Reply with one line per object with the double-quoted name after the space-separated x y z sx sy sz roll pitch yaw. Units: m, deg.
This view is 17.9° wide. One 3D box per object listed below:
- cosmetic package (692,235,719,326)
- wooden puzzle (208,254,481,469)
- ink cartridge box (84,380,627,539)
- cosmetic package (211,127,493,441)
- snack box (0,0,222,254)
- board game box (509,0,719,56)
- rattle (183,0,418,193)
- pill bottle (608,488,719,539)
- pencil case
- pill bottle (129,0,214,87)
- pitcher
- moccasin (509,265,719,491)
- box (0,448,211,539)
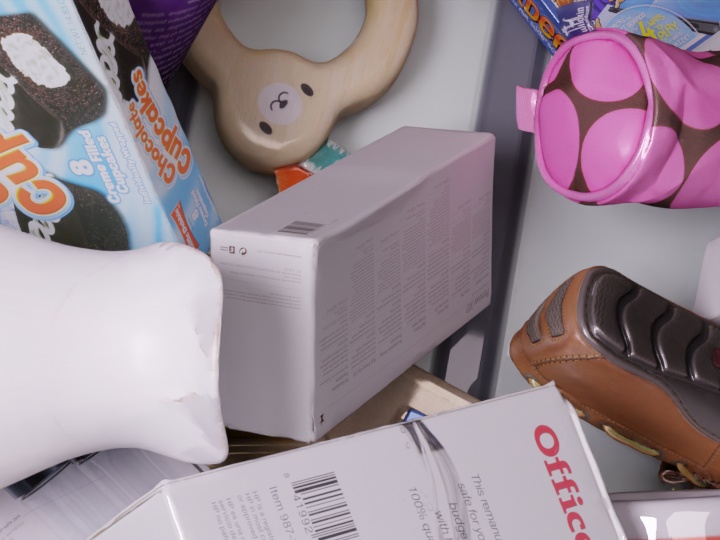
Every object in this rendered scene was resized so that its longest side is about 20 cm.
0.262 0.029 1.062 0.198 0.083 0.051 19 70 -13 "cosmetic package"
-0.029 0.112 1.016 0.199 0.046 0.186 29 74 -1 "wooden puzzle"
0.010 0.141 0.883 0.199 0.084 0.146 -11 74 -37 "ink cartridge box"
0.000 0.000 0.974 0.050 0.200 0.083 6 107 23 "cosmetic package"
-0.142 -0.083 0.910 0.115 0.201 0.037 0 40 28 "snack box"
0.169 -0.170 1.142 0.199 0.034 0.136 -36 82 -17 "board game box"
-0.020 -0.109 1.043 0.129 0.143 0.202 12 65 -25 "rattle"
0.138 0.197 0.982 0.110 0.111 0.202 -2 87 -10 "pill bottle"
0.171 -0.067 1.058 0.199 0.093 0.092 5 85 -36 "pencil case"
-0.120 -0.126 0.979 0.110 0.200 0.112 15 50 -19 "pill bottle"
-0.158 0.030 0.867 0.198 0.172 0.123 -3 94 -10 "pitcher"
0.159 0.072 1.051 0.200 0.078 0.074 24 54 -22 "moccasin"
-0.107 0.123 0.934 0.200 0.060 0.117 43 49 8 "box"
